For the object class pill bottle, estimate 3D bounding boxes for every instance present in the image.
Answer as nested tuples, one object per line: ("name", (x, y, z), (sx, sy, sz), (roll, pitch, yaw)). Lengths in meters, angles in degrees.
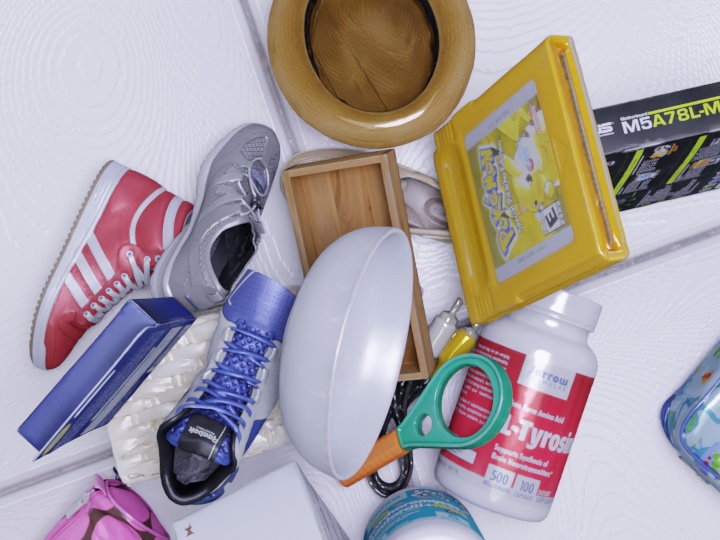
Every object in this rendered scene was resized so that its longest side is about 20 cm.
("pill bottle", (0.148, 0.113, 0.978), (0.111, 0.112, 0.202), (19, 91, -2))
("pill bottle", (0.056, 0.253, 0.935), (0.109, 0.200, 0.113), (0, 91, -2))

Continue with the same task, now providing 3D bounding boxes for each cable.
("cable", (0.038, 0.111, 1.006), (0.096, 0.050, 0.202), (23, 91, -3))

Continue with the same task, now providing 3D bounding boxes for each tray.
("tray", (0.000, 0.000, 0.963), (0.097, 0.037, 0.203), (-7, 104, 19))

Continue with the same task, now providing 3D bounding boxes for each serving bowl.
("serving bowl", (-0.018, 0.059, 0.859), (0.065, 0.200, 0.203), (13, 91, 16))

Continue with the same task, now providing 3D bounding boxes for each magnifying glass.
("magnifying glass", (0.053, 0.142, 0.966), (0.199, 0.022, 0.080), (-37, 55, 31))

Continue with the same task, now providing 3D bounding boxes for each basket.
("basket", (-0.130, 0.100, 0.965), (0.197, 0.123, 0.137), (-14, 91, -1))

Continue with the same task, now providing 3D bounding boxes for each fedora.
("fedora", (0.011, -0.201, 0.982), (0.198, 0.082, 0.204), (-1, 81, 3))

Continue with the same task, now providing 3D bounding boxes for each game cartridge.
("game cartridge", (0.126, -0.065, 0.874), (0.032, 0.200, 0.179), (-5, 76, -27))

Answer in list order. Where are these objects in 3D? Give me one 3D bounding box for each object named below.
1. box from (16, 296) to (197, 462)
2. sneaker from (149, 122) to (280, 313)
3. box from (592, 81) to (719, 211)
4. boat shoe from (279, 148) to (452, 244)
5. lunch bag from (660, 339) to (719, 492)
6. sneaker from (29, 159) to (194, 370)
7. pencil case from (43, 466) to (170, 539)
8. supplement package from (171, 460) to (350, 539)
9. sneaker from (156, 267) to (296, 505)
("box", (-0.186, 0.074, 0.803), (0.032, 0.200, 0.121), (41, 90, 0))
("sneaker", (-0.107, -0.044, 0.956), (0.081, 0.075, 0.202), (-2, 57, 38))
("box", (0.252, -0.099, 0.933), (0.190, 0.200, 0.048), (-11, 76, 0))
("boat shoe", (0.022, -0.069, 0.995), (0.197, 0.065, 0.073), (15, 91, -2))
("lunch bag", (0.392, 0.126, 1.000), (0.160, 0.082, 0.201), (39, 90, -1))
("sneaker", (-0.220, 0.012, 0.988), (0.111, 0.071, 0.202), (23, 88, 2))
("pencil case", (-0.271, 0.282, 0.985), (0.200, 0.091, 0.094), (-48, 127, -2))
("supplement package", (-0.059, 0.274, 0.920), (0.116, 0.201, 0.118), (-26, 51, 0))
("sneaker", (-0.101, 0.103, 0.847), (0.080, 0.115, 0.201), (25, 90, -2))
